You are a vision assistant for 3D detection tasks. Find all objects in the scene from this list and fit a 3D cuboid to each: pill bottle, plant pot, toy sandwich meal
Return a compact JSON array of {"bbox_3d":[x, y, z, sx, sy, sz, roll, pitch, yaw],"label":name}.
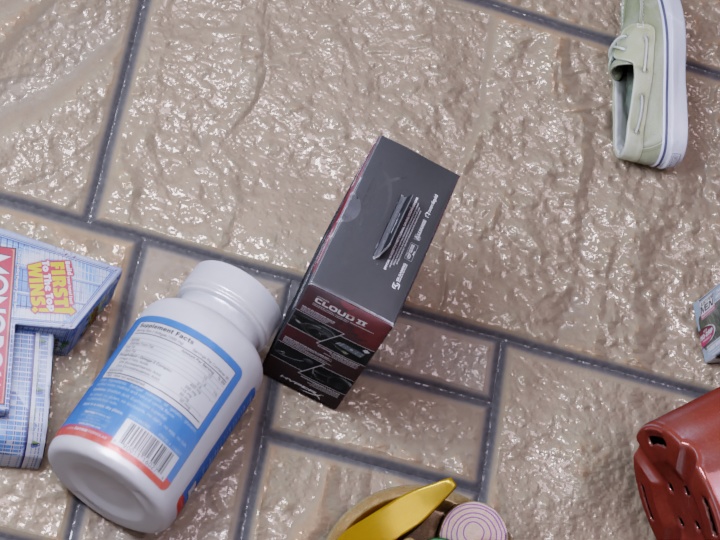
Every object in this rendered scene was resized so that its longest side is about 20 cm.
[{"bbox_3d":[-0.144,0.093,1.501,0.112,0.112,0.200,34,60,-1],"label":"pill bottle"},{"bbox_3d":[0.343,0.163,1.590,0.195,0.201,0.201,-19,73,-16],"label":"plant pot"},{"bbox_3d":[0.051,0.254,1.514,0.204,0.070,0.206,7,65,-15],"label":"toy sandwich meal"}]

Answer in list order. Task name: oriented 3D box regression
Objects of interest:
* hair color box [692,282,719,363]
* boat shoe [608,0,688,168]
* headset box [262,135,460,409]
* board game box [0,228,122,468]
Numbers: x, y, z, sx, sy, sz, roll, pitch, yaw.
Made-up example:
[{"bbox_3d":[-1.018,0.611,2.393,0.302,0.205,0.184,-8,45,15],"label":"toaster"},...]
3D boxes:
[{"bbox_3d":[0.407,0.035,1.712,0.199,0.099,0.061,-1,67,-18],"label":"hair color box"},{"bbox_3d":[0.260,-0.191,1.784,0.062,0.072,0.201,4,68,-19],"label":"boat shoe"},{"bbox_3d":[0.000,0.000,1.539,0.077,0.200,0.149,27,60,-4],"label":"headset box"},{"bbox_3d":[-0.289,0.047,1.504,0.199,0.062,0.201,5,65,-15],"label":"board game box"}]
